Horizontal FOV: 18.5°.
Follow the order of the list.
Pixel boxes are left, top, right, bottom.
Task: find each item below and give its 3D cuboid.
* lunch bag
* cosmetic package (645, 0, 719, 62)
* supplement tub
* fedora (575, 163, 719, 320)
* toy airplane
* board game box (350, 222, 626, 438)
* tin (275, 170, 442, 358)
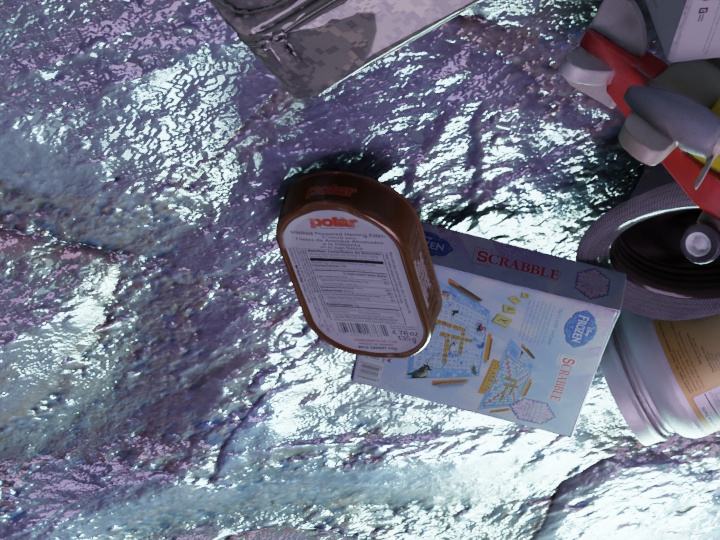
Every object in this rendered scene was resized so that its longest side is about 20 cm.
[{"bbox_3d":[-0.019,-0.226,1.347,0.199,0.140,0.168,-27,129,18],"label":"lunch bag"},{"bbox_3d":[0.297,-0.216,1.506,0.199,0.108,0.085,-5,146,-12],"label":"cosmetic package"},{"bbox_3d":[0.310,0.056,1.889,0.199,0.145,0.144,-24,146,16],"label":"supplement tub"},{"bbox_3d":[0.268,-0.045,1.752,0.176,0.091,0.200,21,148,-23],"label":"fedora"},{"bbox_3d":[0.239,-0.121,1.555,0.199,0.201,0.141,24,131,-36],"label":"toy airplane"},{"bbox_3d":[0.101,0.049,1.819,0.199,0.041,0.200,15,145,1],"label":"board game box"},{"bbox_3d":[0.000,0.000,1.727,0.111,0.042,0.200,0,141,16],"label":"tin"}]
